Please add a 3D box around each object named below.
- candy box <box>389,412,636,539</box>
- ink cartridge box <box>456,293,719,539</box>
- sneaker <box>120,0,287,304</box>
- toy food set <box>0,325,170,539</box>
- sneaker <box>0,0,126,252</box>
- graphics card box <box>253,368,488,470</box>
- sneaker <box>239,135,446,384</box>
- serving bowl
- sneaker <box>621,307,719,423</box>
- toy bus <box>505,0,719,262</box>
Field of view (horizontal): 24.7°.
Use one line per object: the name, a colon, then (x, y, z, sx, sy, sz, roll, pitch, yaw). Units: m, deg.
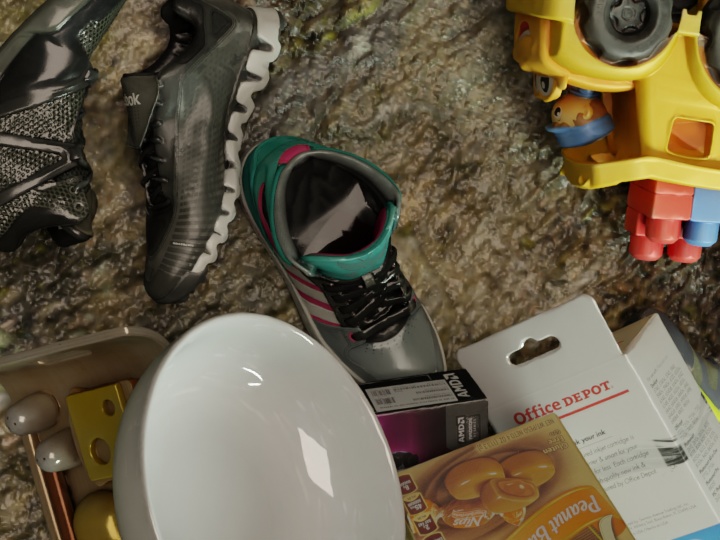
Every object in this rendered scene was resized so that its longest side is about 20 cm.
candy box: (0.103, 0.183, 0.936, 0.115, 0.200, 0.056, -20, 134, -10)
ink cartridge box: (0.161, 0.108, 1.046, 0.201, 0.116, 0.068, 60, 36, -5)
sneaker: (-0.114, -0.082, 1.013, 0.090, 0.066, 0.202, 21, 79, -30)
toy food set: (-0.155, 0.139, 0.963, 0.060, 0.143, 0.201, -20, 94, -54)
sneaker: (-0.183, -0.091, 1.004, 0.114, 0.076, 0.200, 37, 84, -11)
graphics card box: (-0.019, 0.138, 1.023, 0.198, 0.051, 0.126, -7, 112, -14)
sneaker: (0.000, 0.000, 1.016, 0.083, 0.121, 0.201, -37, 97, -11)
serving bowl: (-0.063, 0.128, 0.904, 0.199, 0.066, 0.201, 26, 52, -40)
sneaker: (0.251, 0.094, 1.103, 0.200, 0.074, 0.081, 47, 70, -13)
toy bus: (0.187, -0.101, 1.070, 0.198, 0.136, 0.194, 7, 102, -10)
